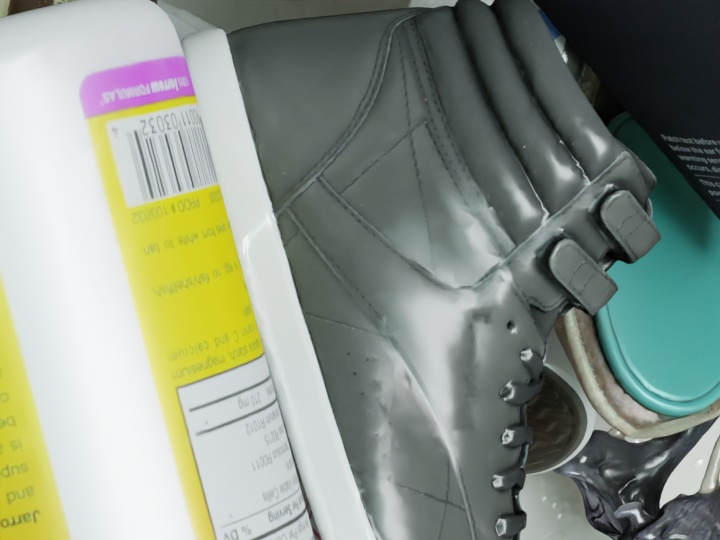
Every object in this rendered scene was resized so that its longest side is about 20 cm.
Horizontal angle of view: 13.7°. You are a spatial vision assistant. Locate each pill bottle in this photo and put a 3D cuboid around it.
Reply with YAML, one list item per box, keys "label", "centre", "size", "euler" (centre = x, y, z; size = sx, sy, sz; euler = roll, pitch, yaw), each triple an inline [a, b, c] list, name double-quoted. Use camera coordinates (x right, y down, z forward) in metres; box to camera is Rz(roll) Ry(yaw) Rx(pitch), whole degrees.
- label: "pill bottle"
  centre: [-0.067, 0.047, 0.659]
  size: [0.104, 0.104, 0.200]
  euler: [-16, 92, -28]

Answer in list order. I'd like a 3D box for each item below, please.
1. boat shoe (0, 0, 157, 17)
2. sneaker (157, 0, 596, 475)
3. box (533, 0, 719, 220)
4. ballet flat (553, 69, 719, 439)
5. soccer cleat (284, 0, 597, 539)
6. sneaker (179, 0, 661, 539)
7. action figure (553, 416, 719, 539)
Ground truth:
- label: "boat shoe"
  centre: [-0.064, -0.105, 0.760]
  size: [0.075, 0.075, 0.203]
  euler: [2, 75, 6]
- label: "sneaker"
  centre: [-0.014, -0.025, 0.843]
  size: [0.200, 0.073, 0.085]
  euler: [37, 40, -18]
- label: "box"
  centre: [0.131, -0.129, 0.721]
  size: [0.182, 0.104, 0.200]
  euler: [48, 71, -25]
- label: "ballet flat"
  centre: [0.076, -0.034, 0.832]
  size: [0.067, 0.062, 0.200]
  euler: [20, 58, -22]
- label: "soccer cleat"
  centre: [0.000, 0.000, 0.768]
  size: [0.086, 0.070, 0.200]
  euler: [19, 88, -4]
- label: "sneaker"
  centre: [0.033, 0.025, 0.698]
  size: [0.099, 0.071, 0.200]
  euler: [-18, 86, 1]
- label: "action figure"
  centre: [0.126, -0.007, 0.885]
  size: [0.102, 0.119, 0.200]
  euler: [17, 90, -26]
